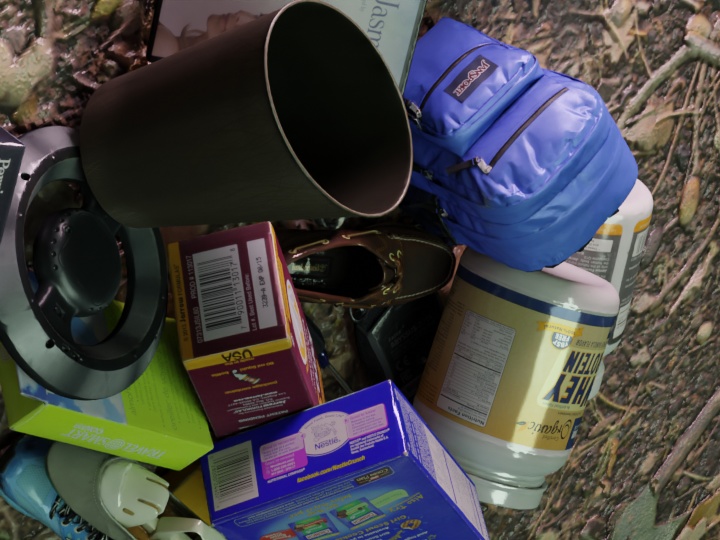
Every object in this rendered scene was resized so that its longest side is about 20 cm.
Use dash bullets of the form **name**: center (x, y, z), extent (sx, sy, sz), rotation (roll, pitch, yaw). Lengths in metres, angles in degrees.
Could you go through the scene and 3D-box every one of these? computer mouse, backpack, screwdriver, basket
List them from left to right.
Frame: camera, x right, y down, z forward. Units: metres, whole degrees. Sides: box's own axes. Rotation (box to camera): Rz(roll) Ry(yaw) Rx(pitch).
- **basket**: center (-0.093, -0.100, 1.538), extent (0.180, 0.199, 0.137), rotation (43, 50, -43)
- **screwdriver**: center (-0.026, 0.091, 1.867), extent (0.029, 0.028, 0.200), rotation (-22, 137, 8)
- **computer mouse**: center (0.041, 0.052, 1.892), extent (0.138, 0.053, 0.201), rotation (-31, 120, -23)
- **backpack**: center (0.110, -0.100, 1.749), extent (0.163, 0.200, 0.168), rotation (-48, 138, -8)

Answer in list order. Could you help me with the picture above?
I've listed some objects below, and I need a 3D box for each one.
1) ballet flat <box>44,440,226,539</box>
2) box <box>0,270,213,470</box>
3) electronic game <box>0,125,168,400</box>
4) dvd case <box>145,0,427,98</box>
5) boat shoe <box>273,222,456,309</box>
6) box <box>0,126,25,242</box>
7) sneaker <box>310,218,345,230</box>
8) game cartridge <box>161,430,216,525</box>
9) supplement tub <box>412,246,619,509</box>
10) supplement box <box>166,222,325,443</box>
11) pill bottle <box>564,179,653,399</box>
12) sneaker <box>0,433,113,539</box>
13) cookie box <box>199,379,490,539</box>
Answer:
- **ballet flat**: center (-0.156, 0.188, 1.649), extent (0.200, 0.063, 0.068), rotation (46, 48, -27)
- **box**: center (-0.204, 0.074, 1.617), extent (0.048, 0.123, 0.199), rotation (-35, 146, 27)
- **electronic game**: center (-0.207, -0.006, 1.561), extent (0.199, 0.041, 0.202), rotation (23, 61, -51)
- **dvd case**: center (-0.049, -0.205, 1.595), extent (0.198, 0.018, 0.144), rotation (10, 110, -12)
- **boat shoe**: center (0.000, 0.000, 1.776), extent (0.199, 0.070, 0.071), rotation (-3, 103, -32)
- **box**: center (-0.352, -0.020, 1.426), extent (0.199, 0.117, 0.198), rotation (0, 114, -44)
- **sneaker**: center (-0.027, -0.122, 1.704), extent (0.079, 0.077, 0.201), rotation (-34, 134, -36)
- **game cartridge**: center (-0.138, 0.236, 1.850), extent (0.200, 0.032, 0.177), rotation (-43, 136, -19)
- **supplement tub**: center (0.127, 0.089, 1.838), extent (0.144, 0.144, 0.202), rotation (9, 103, -45)
- **supplement box**: center (-0.084, 0.067, 1.682), extent (0.085, 0.111, 0.200), rotation (-12, 147, 3)
- **pill bottle**: center (0.192, 0.011, 1.955), extent (0.116, 0.116, 0.201), rotation (-10, 121, -39)
- **sneaker**: center (-0.200, 0.193, 1.699), extent (0.199, 0.090, 0.079), rotation (35, 89, -30)
- **cookie box**: center (-0.009, 0.186, 1.711), extent (0.170, 0.076, 0.200), rotation (-20, 144, 13)
